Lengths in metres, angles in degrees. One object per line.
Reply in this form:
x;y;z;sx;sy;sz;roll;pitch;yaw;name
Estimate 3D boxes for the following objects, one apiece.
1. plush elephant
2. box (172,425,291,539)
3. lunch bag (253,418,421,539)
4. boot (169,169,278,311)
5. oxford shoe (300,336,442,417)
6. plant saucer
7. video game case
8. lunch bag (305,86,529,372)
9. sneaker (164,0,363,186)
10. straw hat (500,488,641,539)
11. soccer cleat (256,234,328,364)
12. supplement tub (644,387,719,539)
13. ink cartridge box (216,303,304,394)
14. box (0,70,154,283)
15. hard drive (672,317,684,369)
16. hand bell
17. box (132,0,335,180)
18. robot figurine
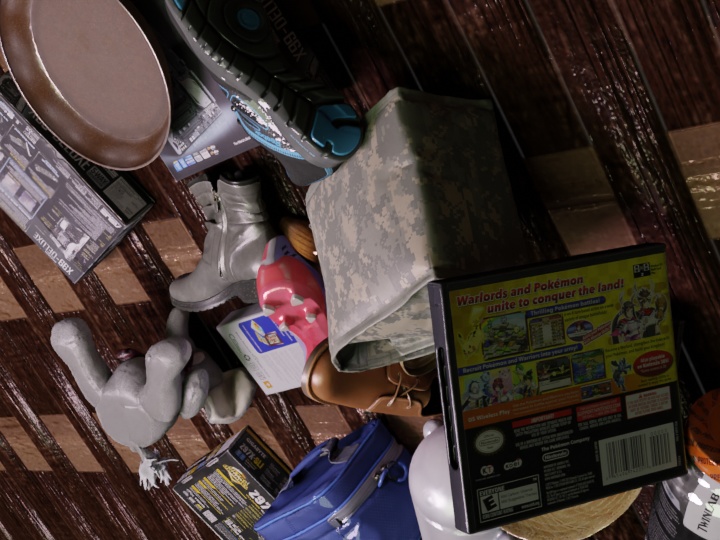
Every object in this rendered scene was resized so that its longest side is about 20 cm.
-0.207;0.114;1.395;0.164;0.155;0.201;2;119;27;plush elephant
-0.115;0.295;1.549;0.200;0.049;0.160;46;138;-5;box
-0.015;0.245;1.353;0.132;0.136;0.200;45;140;-4;lunch bag
-0.138;-0.034;1.273;0.200;0.068;0.131;-9;104;51;boot
0.023;0.098;1.168;0.071;0.200;0.072;23;97;37;oxford shoe
-0.236;-0.182;1.129;0.200;0.032;0.201;23;136;24;plant saucer
0.150;0.083;0.954;0.025;0.199;0.182;5;103;64;video game case
0.031;-0.024;1.043;0.200;0.117;0.165;-37;57;49;lunch bag
-0.089;-0.148;1.009;0.200;0.073;0.082;50;147;1;sneaker
0.184;0.142;1.128;0.200;0.202;0.085;5;167;36;straw hat
-0.038;0.048;1.201;0.066;0.077;0.200;-16;141;17;soccer cleat
0.302;0.197;1.063;0.122;0.123;0.201;21;137;23;supplement tub
-0.056;0.067;1.306;0.200;0.037;0.095;-17;114;48;ink cartridge box
-0.330;-0.098;1.368;0.200;0.050;0.158;46;141;-5;box
0.163;0.090;1.078;0.199;0.136;0.042;4;168;36;hard drive
0.000;0.000;1.181;0.200;0.104;0.104;34;142;30;hand bell
-0.133;-0.178;1.122;0.200;0.050;0.158;-15;114;46;box
0.107;0.219;1.235;0.170;0.113;0.200;53;165;38;robot figurine
